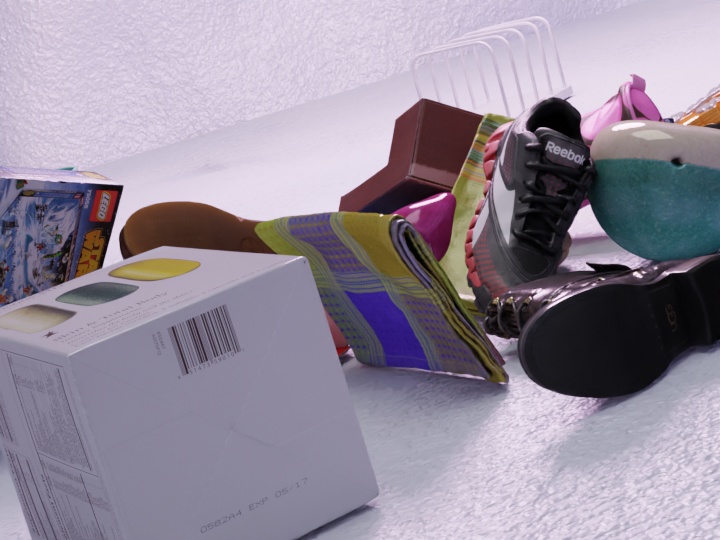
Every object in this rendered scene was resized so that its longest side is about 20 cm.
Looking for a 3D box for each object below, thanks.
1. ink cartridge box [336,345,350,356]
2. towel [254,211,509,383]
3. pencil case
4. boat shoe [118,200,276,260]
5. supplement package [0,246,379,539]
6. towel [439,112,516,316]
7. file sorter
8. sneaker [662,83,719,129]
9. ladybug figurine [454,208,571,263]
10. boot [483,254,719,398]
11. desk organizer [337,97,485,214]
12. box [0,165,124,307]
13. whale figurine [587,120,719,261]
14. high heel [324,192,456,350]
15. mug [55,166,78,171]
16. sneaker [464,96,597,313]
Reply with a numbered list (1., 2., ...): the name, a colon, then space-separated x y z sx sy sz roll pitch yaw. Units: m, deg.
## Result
1. ink cartridge box: -0.139 0.061 1.226 0.200 0.084 0.176 -6 15 41
2. towel: 0.012 0.018 1.107 0.023 0.144 0.200 -45 24 -21
3. pencil case: 0.175 -0.094 1.415 0.200 0.094 0.091 -24 -24 29
4. boat shoe: -0.105 -0.010 1.309 0.200 0.070 0.070 6 -25 -25
5. supplement package: -0.119 0.081 0.945 0.152 0.151 0.200 -23 14 -27
6. towel: 0.108 -0.047 1.268 0.086 0.018 0.200 11 52 19
7. file sorter: 0.180 -0.267 2.210 0.139 0.125 0.200 -7 14 34
8. sneaker: 0.301 -0.104 1.446 0.200 0.077 0.078 -30 15 35
9. ladybug figurine: 0.077 -0.017 1.330 0.200 0.072 0.136 -12 12 19
10. boot: 0.140 0.035 1.055 0.200 0.069 0.174 -15 7 -33
11. desk organizer: 0.044 -0.085 1.447 0.072 0.077 0.200 15 -16 -17
12. box: -0.266 0.019 1.245 0.040 0.200 0.137 23 12 31
13. whale figurine: 0.241 -0.052 1.264 0.159 0.104 0.200 8 -7 7
14. high heel: 0.000 0.000 1.245 0.096 0.067 0.200 -50 7 -33
15. mug: -0.428 -0.053 2.057 0.152 0.114 0.185 -9 14 27
16. sneaker: 0.129 -0.050 1.193 0.098 0.071 0.200 -50 22 50
